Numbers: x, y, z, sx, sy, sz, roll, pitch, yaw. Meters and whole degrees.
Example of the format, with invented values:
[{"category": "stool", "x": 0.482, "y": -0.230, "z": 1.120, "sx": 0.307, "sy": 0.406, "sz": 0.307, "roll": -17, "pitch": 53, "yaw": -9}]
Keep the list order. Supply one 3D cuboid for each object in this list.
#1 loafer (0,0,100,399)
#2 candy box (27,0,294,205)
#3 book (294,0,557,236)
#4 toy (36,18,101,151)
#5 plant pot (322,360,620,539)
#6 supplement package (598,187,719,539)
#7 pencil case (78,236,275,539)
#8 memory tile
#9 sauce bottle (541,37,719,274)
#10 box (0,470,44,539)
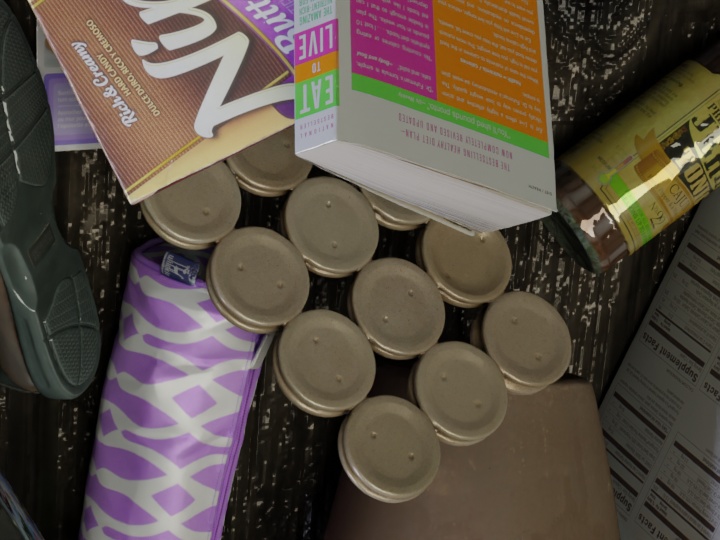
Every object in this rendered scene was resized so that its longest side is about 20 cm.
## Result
[{"category": "loafer", "x": -0.175, "y": -0.029, "z": 1.079, "sx": 0.063, "sy": 0.072, "sz": 0.201, "roll": -1, "pitch": 116, "yaw": 23}, {"category": "candy box", "x": -0.092, "y": -0.144, "z": 1.016, "sx": 0.116, "sy": 0.056, "sz": 0.201, "roll": -24, "pitch": 98, "yaw": 6}, {"category": "book", "x": 0.025, "y": -0.130, "z": 1.013, "sx": 0.133, "sy": 0.048, "sz": 0.201, "roll": 20, "pitch": 63, "yaw": -45}, {"category": "toy", "x": -0.089, "y": -0.150, "z": 1.077, "sx": 0.114, "sy": 0.047, "sz": 0.201, "roll": -5, "pitch": 112, "yaw": -23}, {"category": "plant pot", "x": 0.058, "y": 0.138, "z": 1.184, "sx": 0.199, "sy": 0.200, "sz": 0.176, "roll": 3, "pitch": 92, "yaw": -24}, {"category": "supplement package", "x": 0.235, "y": 0.085, "z": 1.245, "sx": 0.151, "sy": 0.151, "sz": 0.201, "roll": 20, "pitch": 102, "yaw": -28}, {"category": "pencil case", "x": -0.087, "y": 0.080, "z": 1.145, "sx": 0.085, "sy": 0.084, "sz": 0.201, "roll": 18, "pitch": 108, "yaw": 14}, {"category": "memory tile", "x": 0.000, "y": 0.000, "z": 1.106, "sx": 0.153, "sy": 0.017, "sz": 0.200, "roll": -37, "pitch": 87, "yaw": -34}, {"category": "sauce bottle", "x": 0.181, "y": -0.080, "z": 1.208, "sx": 0.200, "sy": 0.065, "sz": 0.065, "roll": -38, "pitch": 119, "yaw": -5}, {"category": "box", "x": -0.190, "y": 0.097, "z": 1.080, "sx": 0.040, "sy": 0.137, "sz": 0.201, "roll": -32, "pitch": 119, "yaw": -8}]
